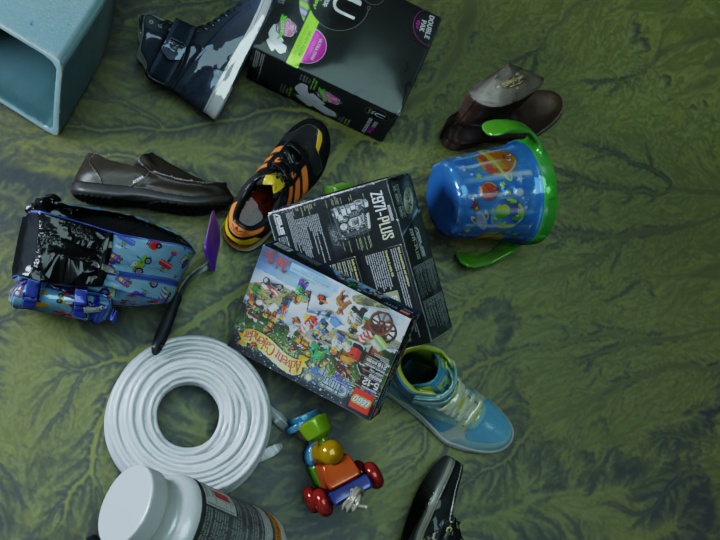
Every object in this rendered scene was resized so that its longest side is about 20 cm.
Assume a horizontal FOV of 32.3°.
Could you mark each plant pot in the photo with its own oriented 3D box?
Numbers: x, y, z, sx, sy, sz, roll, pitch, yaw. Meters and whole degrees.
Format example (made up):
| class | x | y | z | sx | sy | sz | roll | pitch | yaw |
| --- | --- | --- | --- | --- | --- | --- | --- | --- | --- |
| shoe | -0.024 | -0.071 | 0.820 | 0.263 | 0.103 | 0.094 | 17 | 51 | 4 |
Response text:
| class | x | y | z | sx | sy | sz | roll | pitch | yaw |
| --- | --- | --- | --- | --- | --- | --- | --- | --- | --- |
| plant pot | -0.390 | -0.324 | 1.502 | 0.196 | 0.196 | 0.200 | 32 | 65 | -2 |

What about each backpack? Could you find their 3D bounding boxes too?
| class | x | y | z | sx | sy | sz | roll | pitch | yaw |
| --- | --- | --- | --- | --- | --- | --- | --- | --- | --- |
| backpack | -0.302 | -0.004 | 1.462 | 0.199 | 0.182 | 0.135 | 12 | 86 | -19 |

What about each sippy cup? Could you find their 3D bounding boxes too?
| class | x | y | z | sx | sy | sz | roll | pitch | yaw |
| --- | --- | --- | --- | --- | --- | --- | --- | --- | --- |
| sippy cup | 0.158 | -0.094 | 1.560 | 0.130 | 0.140 | 0.179 | -7 | 90 | -22 |

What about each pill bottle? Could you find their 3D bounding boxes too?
| class | x | y | z | sx | sy | sz | roll | pitch | yaw |
| --- | --- | --- | --- | --- | --- | --- | --- | --- | --- |
| pill bottle | -0.188 | 0.299 | 1.407 | 0.200 | 0.116 | 0.117 | 34 | 73 | -35 |

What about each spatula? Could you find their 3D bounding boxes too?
| class | x | y | z | sx | sy | sz | roll | pitch | yaw |
| --- | --- | --- | --- | --- | --- | --- | --- | --- | --- |
| spatula | -0.208 | 0.019 | 1.507 | 0.020 | 0.057 | 0.200 | 15 | 59 | 18 |

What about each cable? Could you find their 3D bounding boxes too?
| class | x | y | z | sx | sy | sz | roll | pitch | yaw |
| --- | --- | --- | --- | --- | --- | --- | --- | --- | --- |
| cable | -0.206 | 0.178 | 1.492 | 0.200 | 0.069 | 0.200 | -37 | 87 | -14 |

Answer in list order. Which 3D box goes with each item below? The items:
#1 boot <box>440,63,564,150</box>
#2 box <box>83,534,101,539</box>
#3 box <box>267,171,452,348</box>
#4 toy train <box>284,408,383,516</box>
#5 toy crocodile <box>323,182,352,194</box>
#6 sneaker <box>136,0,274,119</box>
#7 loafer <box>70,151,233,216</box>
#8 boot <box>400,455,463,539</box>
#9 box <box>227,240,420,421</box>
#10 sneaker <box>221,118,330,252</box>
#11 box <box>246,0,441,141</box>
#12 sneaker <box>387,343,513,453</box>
| class | x | y | z | sx | sy | sz | roll | pitch | yaw |
| --- | --- | --- | --- | --- | --- | --- | --- | --- | --- |
| boot | 0.203 | -0.217 | 1.570 | 0.186 | 0.200 | 0.064 | -22 | 80 | -14 |
| box | -0.257 | 0.397 | 1.374 | 0.196 | 0.200 | 0.124 | 38 | 76 | -1 |
| box | 0.000 | 0.000 | 1.499 | 0.163 | 0.086 | 0.201 | -15 | 93 | 23 |
| toy train | -0.033 | 0.217 | 1.444 | 0.084 | 0.200 | 0.116 | -27 | 88 | -14 |
| toy crocodile | 0.017 | -0.026 | 1.578 | 0.200 | 0.062 | 0.067 | 55 | 36 | 5 |
| sneaker | -0.200 | -0.314 | 1.583 | 0.146 | 0.077 | 0.203 | 28 | 77 | -6 |
| loafer | -0.254 | -0.113 | 1.536 | 0.199 | 0.073 | 0.072 | 6 | 80 | -8 |
| boot | 0.128 | 0.343 | 1.518 | 0.153 | 0.073 | 0.204 | 21 | 83 | -8 |
| box | -0.045 | 0.069 | 1.460 | 0.200 | 0.038 | 0.137 | 26 | 107 | 15 |
| sneaker | -0.098 | -0.113 | 1.555 | 0.070 | 0.090 | 0.200 | 36 | 76 | -1 |
| box | -0.023 | -0.282 | 1.583 | 0.199 | 0.124 | 0.149 | 25 | 78 | -5 |
| sneaker | 0.111 | 0.158 | 1.519 | 0.200 | 0.131 | 0.080 | 30 | 74 | -4 |
